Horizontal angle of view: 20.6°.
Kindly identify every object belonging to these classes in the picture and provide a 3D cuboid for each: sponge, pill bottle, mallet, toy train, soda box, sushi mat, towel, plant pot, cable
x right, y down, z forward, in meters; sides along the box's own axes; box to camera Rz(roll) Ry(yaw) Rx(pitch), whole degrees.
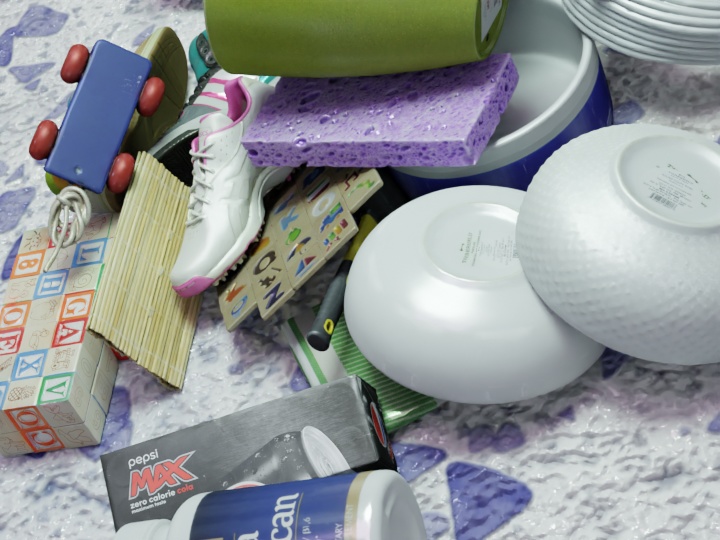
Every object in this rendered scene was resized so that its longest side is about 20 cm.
[{"bbox_3d":[0.015,-0.125,1.547,0.200,0.030,0.112,2,43,29],"label":"sponge"},{"bbox_3d":[-0.063,0.199,1.330,0.200,0.111,0.111,-10,45,19],"label":"pill bottle"},{"bbox_3d":[0.000,0.000,1.515,0.041,0.066,0.200,-25,32,32],"label":"mallet"},{"bbox_3d":[-0.238,-0.082,1.640,0.200,0.085,0.116,-71,13,-15],"label":"toy train"},{"bbox_3d":[-0.080,0.139,1.417,0.200,0.063,0.071,-19,70,10],"label":"soda box"},{"bbox_3d":[-0.163,-0.001,1.596,0.012,0.096,0.200,-27,36,34],"label":"sushi mat"},{"bbox_3d":[0.052,0.045,1.493,0.200,0.023,0.153,-27,43,-3],"label":"towel"},{"bbox_3d":[0.008,-0.226,1.524,0.200,0.187,0.187,12,53,17],"label":"plant pot"},{"bbox_3d":[0.256,-0.232,1.574,0.200,0.069,0.200,18,37,10],"label":"cable"}]

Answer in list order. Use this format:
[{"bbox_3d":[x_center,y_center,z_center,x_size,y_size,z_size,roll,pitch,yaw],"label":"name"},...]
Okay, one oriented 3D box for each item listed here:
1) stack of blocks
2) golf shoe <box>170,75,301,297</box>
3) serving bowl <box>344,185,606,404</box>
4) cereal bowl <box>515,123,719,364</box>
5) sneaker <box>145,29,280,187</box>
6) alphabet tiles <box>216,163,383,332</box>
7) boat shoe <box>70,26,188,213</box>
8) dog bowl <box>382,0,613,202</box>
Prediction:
[{"bbox_3d":[-0.230,0.048,1.601,0.115,0.059,0.200,-10,45,18],"label":"stack of blocks"},{"bbox_3d":[-0.113,-0.071,1.609,0.075,0.092,0.200,-16,40,52],"label":"golf shoe"},{"bbox_3d":[0.087,0.002,1.430,0.200,0.066,0.200,-1,44,1],"label":"serving bowl"},{"bbox_3d":[0.213,-0.034,1.381,0.200,0.083,0.200,8,45,-8],"label":"cereal bowl"},{"bbox_3d":[-0.127,-0.149,1.724,0.200,0.084,0.121,-32,47,-18],"label":"sneaker"},{"bbox_3d":[-0.053,-0.034,1.564,0.166,0.006,0.200,-45,22,9],"label":"alphabet tiles"},{"bbox_3d":[-0.208,-0.135,1.765,0.063,0.073,0.201,-2,56,25],"label":"boat shoe"},{"bbox_3d":[0.100,-0.135,1.602,0.200,0.079,0.200,-14,44,14],"label":"dog bowl"}]
